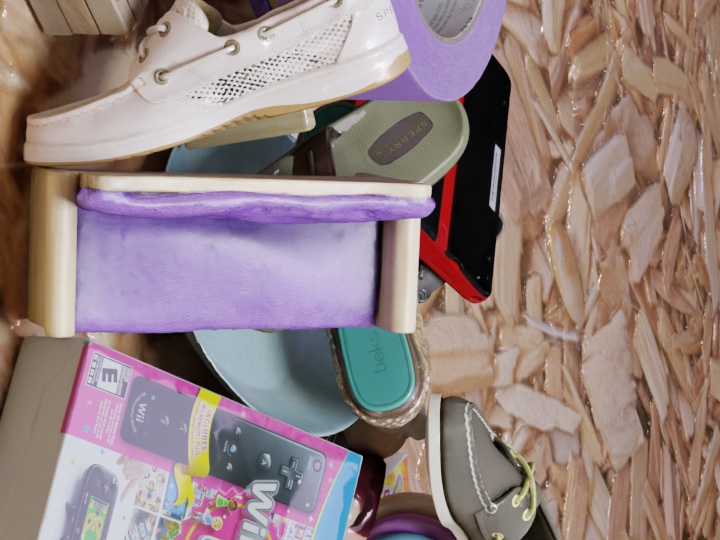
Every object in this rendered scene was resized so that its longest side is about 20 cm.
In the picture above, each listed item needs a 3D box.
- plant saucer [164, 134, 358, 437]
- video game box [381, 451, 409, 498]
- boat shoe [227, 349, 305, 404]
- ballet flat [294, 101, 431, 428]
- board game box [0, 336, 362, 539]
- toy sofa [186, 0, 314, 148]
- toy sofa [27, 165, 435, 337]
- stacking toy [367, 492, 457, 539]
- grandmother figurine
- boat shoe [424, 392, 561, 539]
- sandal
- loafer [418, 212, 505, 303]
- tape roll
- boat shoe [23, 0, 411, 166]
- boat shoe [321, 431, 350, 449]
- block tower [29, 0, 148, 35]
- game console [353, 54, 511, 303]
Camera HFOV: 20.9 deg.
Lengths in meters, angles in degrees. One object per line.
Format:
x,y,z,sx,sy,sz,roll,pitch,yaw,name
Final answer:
-0.061,0.005,1.144,0.201,0.039,0.201,34,46,-43,plant saucer
-0.015,0.249,1.341,0.182,0.047,0.200,-42,132,-59,video game box
-0.061,0.134,1.152,0.072,0.072,0.200,103,7,-55,boat shoe
0.000,0.000,1.158,0.065,0.070,0.200,60,21,-72,ballet flat
-0.101,0.135,1.020,0.200,0.064,0.148,28,69,-42,board game box
-0.038,-0.149,1.140,0.200,0.083,0.098,-44,123,-58,toy sofa
-0.065,-0.008,0.990,0.200,0.098,0.083,0,97,-25,toy sofa
0.025,0.220,1.202,0.200,0.085,0.086,-76,161,-65,stacking toy
-0.014,0.153,1.188,0.121,0.060,0.200,138,-24,-79,grandmother figurine
0.082,0.137,1.190,0.202,0.060,0.072,68,24,-51,boat shoe
-0.012,-0.048,1.099,0.201,0.080,0.057,-46,180,-26,sandal
0.043,-0.015,1.395,0.200,0.063,0.072,-40,132,-58,loafer
0.021,-0.192,1.057,0.200,0.066,0.201,5,90,-66,tape roll
-0.079,-0.104,0.972,0.071,0.200,0.069,-94,167,-75,boat shoe
-0.027,0.042,1.243,0.059,0.072,0.200,18,79,-56,boat shoe
-0.116,-0.203,1.012,0.058,0.054,0.200,68,36,-44,block tower
0.052,-0.100,1.376,0.177,0.031,0.200,45,45,-48,game console
